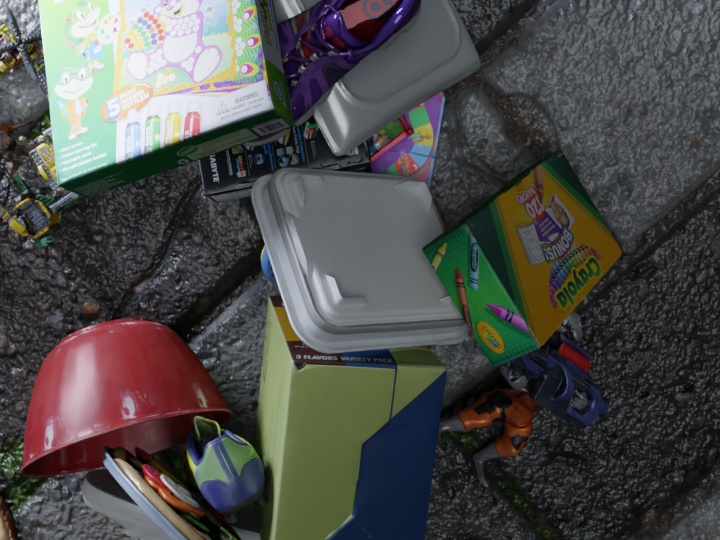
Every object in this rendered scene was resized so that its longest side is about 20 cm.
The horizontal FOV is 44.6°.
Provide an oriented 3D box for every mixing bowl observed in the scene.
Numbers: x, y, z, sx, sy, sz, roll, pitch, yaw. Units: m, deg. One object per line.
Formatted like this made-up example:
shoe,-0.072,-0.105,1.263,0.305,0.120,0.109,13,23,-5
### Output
mixing bowl,-0.229,0.113,0.833,0.196,0.200,0.111,-18,76,3

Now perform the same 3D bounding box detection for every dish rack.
dish rack,0.013,-0.018,0.758,0.044,0.197,0.175,-43,58,44

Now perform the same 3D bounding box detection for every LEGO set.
LEGO set,-0.311,-0.125,0.806,0.151,0.116,0.204,-22,100,4

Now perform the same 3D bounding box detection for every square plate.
square plate,0.007,-0.235,0.783,0.199,0.028,0.201,-35,102,-30

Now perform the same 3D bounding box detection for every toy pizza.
toy pizza,-0.147,0.217,0.771,0.200,0.200,0.032,46,76,-8

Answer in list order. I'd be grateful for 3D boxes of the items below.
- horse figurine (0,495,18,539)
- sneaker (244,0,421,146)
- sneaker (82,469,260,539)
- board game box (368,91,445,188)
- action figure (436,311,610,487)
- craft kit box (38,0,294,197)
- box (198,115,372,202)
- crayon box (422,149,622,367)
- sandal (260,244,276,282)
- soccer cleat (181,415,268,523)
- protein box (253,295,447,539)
horse figurine,-0.380,0.343,0.924,0.132,0.050,0.201,-39,91,-11
sneaker,-0.036,-0.179,0.697,0.199,0.084,0.081,-39,99,6
sneaker,-0.204,0.285,0.901,0.197,0.074,0.118,23,99,-15
board game box,-0.001,-0.121,0.850,0.154,0.039,0.205,10,101,-2
action figure,0.143,0.103,0.867,0.194,0.105,0.200,-46,122,2
craft kit box,-0.160,-0.182,0.695,0.196,0.048,0.202,-16,73,18
box,-0.082,-0.179,0.812,0.155,0.046,0.205,-11,86,2
crayon box,0.152,-0.017,0.791,0.058,0.199,0.120,-30,94,43
sandal,0.000,0.000,0.843,0.195,0.088,0.081,4,129,1
soccer cleat,-0.132,0.165,0.805,0.064,0.200,0.085,-26,99,-18
protein box,-0.021,0.149,0.811,0.132,0.200,0.203,4,102,-13
